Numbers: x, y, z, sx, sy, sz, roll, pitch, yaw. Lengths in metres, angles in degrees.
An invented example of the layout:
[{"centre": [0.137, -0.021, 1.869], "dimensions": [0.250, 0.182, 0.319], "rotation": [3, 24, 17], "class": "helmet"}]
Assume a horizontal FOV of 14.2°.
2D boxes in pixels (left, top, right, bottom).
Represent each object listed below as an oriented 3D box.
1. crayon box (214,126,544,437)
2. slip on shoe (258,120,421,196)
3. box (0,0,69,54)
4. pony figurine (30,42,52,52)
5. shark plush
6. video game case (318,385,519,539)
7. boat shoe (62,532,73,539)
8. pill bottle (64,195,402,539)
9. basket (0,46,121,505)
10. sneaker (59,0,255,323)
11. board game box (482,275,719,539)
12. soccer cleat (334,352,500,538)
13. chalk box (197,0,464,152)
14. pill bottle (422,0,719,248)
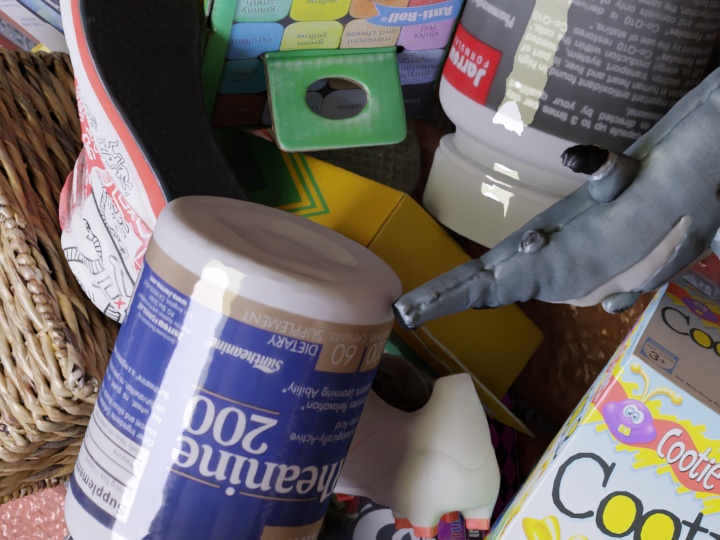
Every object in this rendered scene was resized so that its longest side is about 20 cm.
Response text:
[{"centre": [0.000, 0.000, 1.372], "dimensions": [0.200, 0.126, 0.052], "rotation": [24, 74, 48], "class": "crayon box"}, {"centre": [-0.038, -0.098, 1.477], "dimensions": [0.200, 0.074, 0.061], "rotation": [48, 154, 25], "class": "slip on shoe"}, {"centre": [-0.152, -0.144, 1.456], "dimensions": [0.042, 0.200, 0.119], "rotation": [-57, 21, -10], "class": "box"}, {"centre": [-0.181, 0.003, 1.550], "dimensions": [0.193, 0.167, 0.200], "rotation": [-29, 68, 20], "class": "pony figurine"}, {"centre": [0.101, -0.034, 1.230], "dimensions": [0.200, 0.083, 0.091], "rotation": [-18, 49, -3], "class": "shark plush"}, {"centre": [0.006, 0.159, 1.443], "dimensions": [0.181, 0.036, 0.200], "rotation": [-7, 85, 43], "class": "video game case"}, {"centre": [-0.175, 0.224, 1.588], "dimensions": [0.063, 0.071, 0.200], "rotation": [34, 116, 40], "class": "boat shoe"}, {"centre": [-0.063, 0.078, 1.249], "dimensions": [0.111, 0.111, 0.200], "rotation": [31, 109, 38], "class": "pill bottle"}, {"centre": [-0.172, 0.007, 1.443], "dimensions": [0.149, 0.143, 0.200], "rotation": [-37, 70, 33], "class": "basket"}, {"centre": [-0.113, -0.068, 1.331], "dimensions": [0.108, 0.067, 0.202], "rotation": [-13, 99, 54], "class": "sneaker"}, {"centre": [0.118, 0.120, 1.273], "dimensions": [0.105, 0.103, 0.200], "rotation": [34, 115, 3], "class": "board game box"}, {"centre": [0.001, 0.075, 1.361], "dimensions": [0.200, 0.069, 0.078], "rotation": [6, 100, 57], "class": "soccer cleat"}, {"centre": [-0.024, -0.148, 1.365], "dimensions": [0.124, 0.125, 0.200], "rotation": [108, 153, -54], "class": "chalk box"}, {"centre": [0.103, -0.107, 1.308], "dimensions": [0.114, 0.114, 0.200], "rotation": [31, 109, 38], "class": "pill bottle"}]
